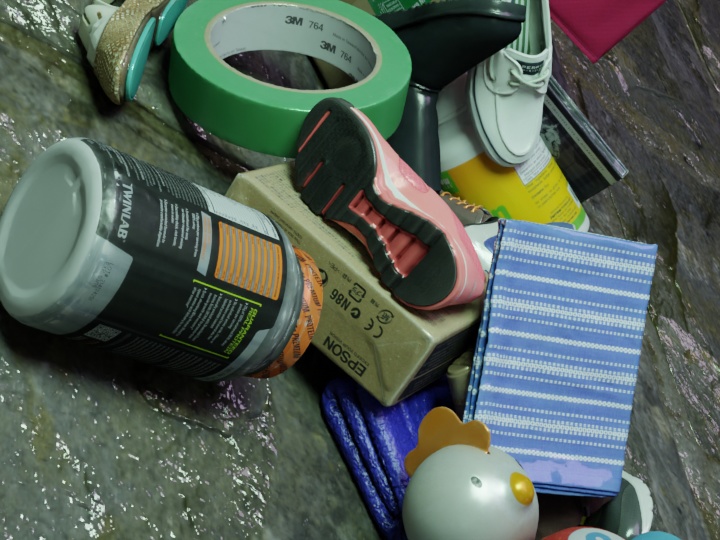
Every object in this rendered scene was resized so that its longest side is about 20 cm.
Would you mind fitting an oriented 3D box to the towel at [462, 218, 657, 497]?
[{"bbox_3d":[0.151,0.069,1.100,0.144,0.024,0.201,9,89,-24],"label":"towel"}]

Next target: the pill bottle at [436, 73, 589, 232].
[{"bbox_3d":[0.128,-0.099,1.419,0.200,0.111,0.111,57,27,-14],"label":"pill bottle"}]

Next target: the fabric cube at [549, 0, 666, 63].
[{"bbox_3d":[0.241,-0.356,1.404,0.196,0.199,0.200,46,27,-8],"label":"fabric cube"}]

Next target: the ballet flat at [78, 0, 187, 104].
[{"bbox_3d":[-0.189,-0.194,1.168,0.065,0.071,0.200,18,31,-3],"label":"ballet flat"}]

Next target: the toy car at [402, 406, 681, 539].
[{"bbox_3d":[0.099,0.182,1.000,0.184,0.177,0.201,-16,78,-48],"label":"toy car"}]

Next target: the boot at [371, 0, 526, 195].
[{"bbox_3d":[0.067,-0.145,1.284,0.076,0.200,0.169,1,90,-40],"label":"boot"}]

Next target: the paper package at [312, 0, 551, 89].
[{"bbox_3d":[0.072,-0.246,1.449,0.190,0.200,0.104,-3,58,-56],"label":"paper package"}]

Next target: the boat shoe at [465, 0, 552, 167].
[{"bbox_3d":[0.136,-0.188,1.310,0.073,0.067,0.201,-15,107,-23],"label":"boat shoe"}]

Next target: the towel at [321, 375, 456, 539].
[{"bbox_3d":[0.065,0.141,1.151,0.200,0.050,0.148,2,55,-55],"label":"towel"}]

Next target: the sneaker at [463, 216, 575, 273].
[{"bbox_3d":[0.116,0.025,1.270,0.115,0.081,0.200,15,48,-1],"label":"sneaker"}]

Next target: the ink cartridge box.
[{"bbox_3d":[0.000,0.000,1.141,0.200,0.075,0.165,40,24,16],"label":"ink cartridge box"}]

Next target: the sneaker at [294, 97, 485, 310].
[{"bbox_3d":[0.023,-0.045,1.100,0.087,0.074,0.200,12,38,-58],"label":"sneaker"}]

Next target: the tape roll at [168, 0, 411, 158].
[{"bbox_3d":[-0.058,-0.168,1.220,0.199,0.048,0.201,7,37,-5],"label":"tape roll"}]

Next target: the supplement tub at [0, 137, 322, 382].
[{"bbox_3d":[-0.126,0.001,0.955,0.200,0.122,0.123,24,39,-42],"label":"supplement tub"}]

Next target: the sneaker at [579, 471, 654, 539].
[{"bbox_3d":[0.180,0.183,1.236,0.084,0.075,0.200,12,23,-17],"label":"sneaker"}]

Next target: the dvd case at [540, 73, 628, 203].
[{"bbox_3d":[0.168,-0.121,1.472,0.016,0.200,0.149,-40,92,-27],"label":"dvd case"}]

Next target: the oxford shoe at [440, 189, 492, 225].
[{"bbox_3d":[0.086,-0.049,1.374,0.200,0.073,0.071,55,29,7],"label":"oxford shoe"}]

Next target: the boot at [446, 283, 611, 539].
[{"bbox_3d":[0.168,0.101,1.162,0.200,0.072,0.167,-35,108,-21],"label":"boot"}]
